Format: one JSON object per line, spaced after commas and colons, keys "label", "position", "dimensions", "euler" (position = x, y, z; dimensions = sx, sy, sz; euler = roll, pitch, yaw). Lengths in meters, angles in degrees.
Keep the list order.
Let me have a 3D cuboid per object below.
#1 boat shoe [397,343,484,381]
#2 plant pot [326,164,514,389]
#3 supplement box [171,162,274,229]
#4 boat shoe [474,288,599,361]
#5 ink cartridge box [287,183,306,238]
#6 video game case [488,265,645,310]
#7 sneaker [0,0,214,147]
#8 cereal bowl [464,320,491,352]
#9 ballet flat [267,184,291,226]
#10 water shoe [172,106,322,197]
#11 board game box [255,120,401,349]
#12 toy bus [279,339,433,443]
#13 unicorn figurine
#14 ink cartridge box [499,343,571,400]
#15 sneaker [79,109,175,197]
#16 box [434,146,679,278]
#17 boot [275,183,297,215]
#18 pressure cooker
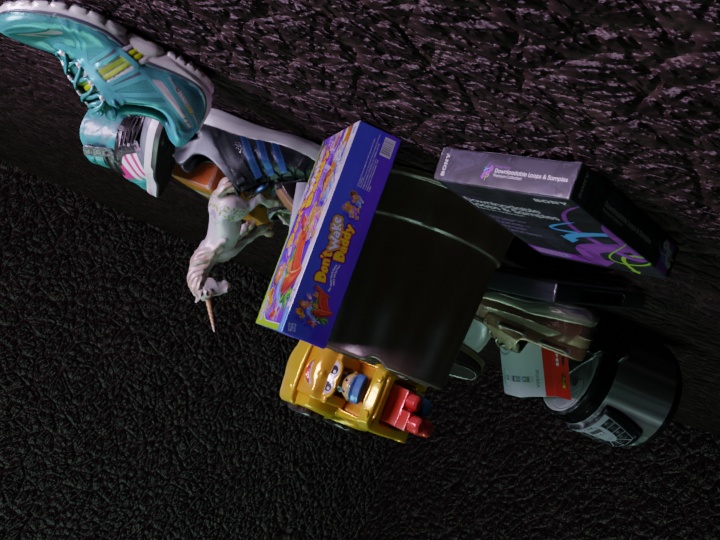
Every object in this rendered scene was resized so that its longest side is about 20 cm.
{"label": "boat shoe", "position": [0.062, 0.109, 1.115], "dimensions": [0.197, 0.066, 0.073], "euler": [19, 152, -3]}
{"label": "plant pot", "position": [0.053, 0.013, 0.954], "dimensions": [0.198, 0.201, 0.200], "euler": [20, 175, 2]}
{"label": "supplement box", "position": [-0.174, -0.118, 1.187], "dimensions": [0.068, 0.067, 0.200], "euler": [18, 173, 23]}
{"label": "boat shoe", "position": [0.182, 0.062, 1.039], "dimensions": [0.198, 0.073, 0.075], "euler": [11, -176, 32]}
{"label": "ink cartridge box", "position": [0.000, 0.000, 1.060], "dimensions": [0.198, 0.203, 0.041], "euler": [23, 146, -25]}
{"label": "video game case", "position": [0.214, 0.015, 1.061], "dimensions": [0.179, 0.026, 0.199], "euler": [6, -176, -40]}
{"label": "sneaker", "position": [-0.227, -0.178, 0.774], "dimensions": [0.198, 0.081, 0.077], "euler": [24, 173, -21]}
{"label": "cereal bowl", "position": [0.116, 0.073, 1.206], "dimensions": [0.199, 0.201, 0.084], "euler": [25, -160, -42]}
{"label": "ballet flat", "position": [-0.039, -0.066, 1.193], "dimensions": [0.197, 0.075, 0.074], "euler": [19, 174, 16]}
{"label": "water shoe", "position": [-0.106, -0.112, 0.946], "dimensions": [0.197, 0.080, 0.072], "euler": [20, 174, 8]}
{"label": "board game box", "position": [-0.035, -0.032, 0.833], "dimensions": [0.044, 0.203, 0.134], "euler": [22, 173, -16]}
{"label": "toy bus", "position": [0.011, 0.179, 1.256], "dimensions": [0.191, 0.137, 0.199], "euler": [21, 174, 42]}
{"label": "unicorn figurine", "position": [-0.168, -0.046, 1.128], "dimensions": [0.073, 0.203, 0.137], "euler": [25, -142, 33]}
{"label": "ink cartridge box", "position": [0.254, 0.109, 1.295], "dimensions": [0.046, 0.163, 0.200], "euler": [-5, 177, -6]}
{"label": "sneaker", "position": [-0.286, -0.169, 1.074], "dimensions": [0.120, 0.084, 0.200], "euler": [29, 158, -5]}
{"label": "box", "position": [0.176, -0.049, 0.771], "dimensions": [0.142, 0.037, 0.199], "euler": [15, 170, 45]}
{"label": "boot", "position": [-0.055, -0.041, 1.133], "dimensions": [0.075, 0.074, 0.200], "euler": [-27, 114, 33]}
{"label": "pressure cooker", "position": [0.372, 0.167, 1.357], "dimensions": [0.198, 0.178, 0.179], "euler": [23, -169, -17]}
